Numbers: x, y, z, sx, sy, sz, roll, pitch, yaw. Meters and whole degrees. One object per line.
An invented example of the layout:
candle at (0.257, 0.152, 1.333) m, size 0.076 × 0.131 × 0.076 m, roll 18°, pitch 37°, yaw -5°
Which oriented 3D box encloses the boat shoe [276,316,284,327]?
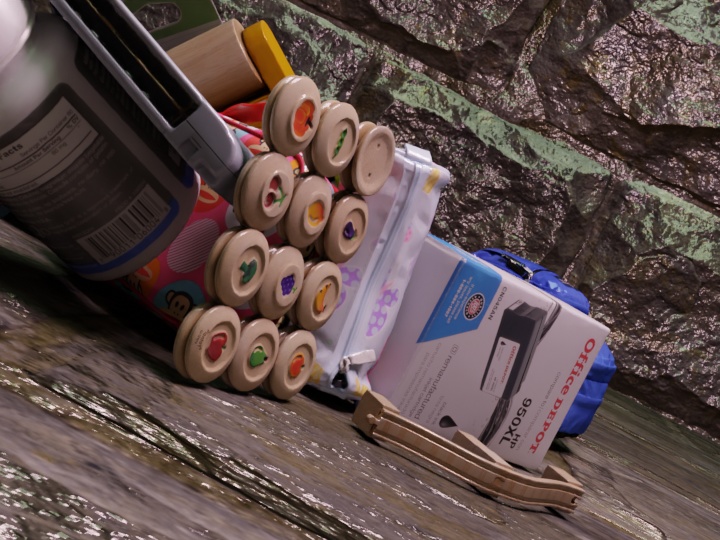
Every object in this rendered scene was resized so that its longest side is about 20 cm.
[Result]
boat shoe at (-0.091, 0.010, 1.190) m, size 0.072 × 0.068 × 0.200 m, roll 26°, pitch 3°, yaw -7°

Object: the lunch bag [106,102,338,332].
lunch bag at (-0.109, -0.046, 0.925) m, size 0.200 × 0.176 × 0.082 m, roll 31°, pitch -6°, yaw 44°

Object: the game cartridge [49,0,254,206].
game cartridge at (-0.137, -0.129, 0.818) m, size 0.200 × 0.042 × 0.133 m, roll 49°, pitch 4°, yaw 7°

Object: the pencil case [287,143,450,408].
pencil case at (0.000, 0.000, 0.970) m, size 0.083 × 0.200 × 0.091 m, roll 20°, pitch -4°, yaw -2°

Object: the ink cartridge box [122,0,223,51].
ink cartridge box at (-0.167, -0.192, 1.277) m, size 0.145 × 0.200 × 0.048 m, roll -12°, pitch 22°, yaw 29°

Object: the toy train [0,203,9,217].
toy train at (-0.304, -0.080, 0.828) m, size 0.200 × 0.056 × 0.150 m, roll 50°, pitch -1°, yaw -36°

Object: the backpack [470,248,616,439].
backpack at (0.175, 0.081, 1.371) m, size 0.200 × 0.168 × 0.162 m, roll 33°, pitch 12°, yaw 28°

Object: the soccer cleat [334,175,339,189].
soccer cleat at (0.021, -0.031, 1.220) m, size 0.081 × 0.067 × 0.200 m, roll -105°, pitch 174°, yaw -66°

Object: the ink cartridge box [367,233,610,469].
ink cartridge box at (0.096, 0.069, 1.069) m, size 0.200 × 0.145 × 0.084 m, roll 23°, pitch 6°, yaw -40°

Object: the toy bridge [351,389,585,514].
toy bridge at (0.085, 0.139, 0.919) m, size 0.200 × 0.027 × 0.067 m, roll 25°, pitch 5°, yaw -28°

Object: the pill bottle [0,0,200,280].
pill bottle at (-0.205, -0.094, 0.827) m, size 0.114 × 0.114 × 0.200 m, roll 31°, pitch -15°, yaw 49°

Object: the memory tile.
memory tile at (-0.043, -0.016, 0.822) m, size 0.017 × 0.200 × 0.153 m, roll 19°, pitch -3°, yaw 29°

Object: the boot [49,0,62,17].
boot at (-0.258, -0.189, 1.186) m, size 0.165 × 0.066 × 0.200 m, roll 35°, pitch -19°, yaw 21°

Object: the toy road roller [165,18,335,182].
toy road roller at (-0.107, -0.120, 1.178) m, size 0.200 × 0.123 × 0.146 m, roll 62°, pitch 10°, yaw -20°
